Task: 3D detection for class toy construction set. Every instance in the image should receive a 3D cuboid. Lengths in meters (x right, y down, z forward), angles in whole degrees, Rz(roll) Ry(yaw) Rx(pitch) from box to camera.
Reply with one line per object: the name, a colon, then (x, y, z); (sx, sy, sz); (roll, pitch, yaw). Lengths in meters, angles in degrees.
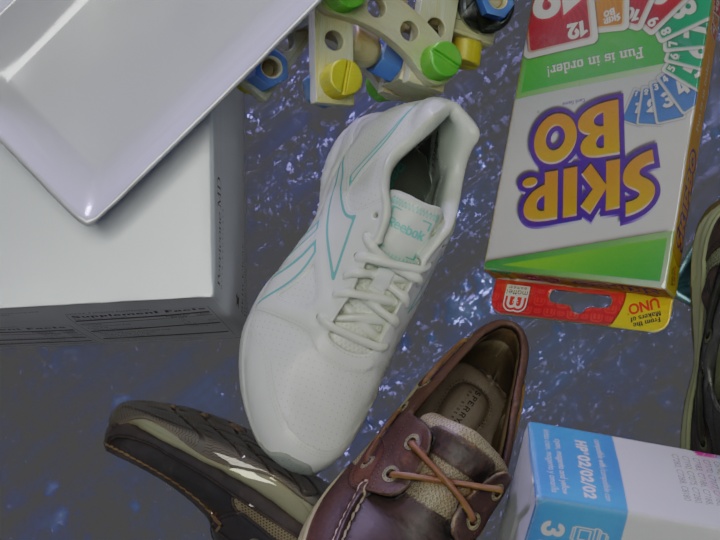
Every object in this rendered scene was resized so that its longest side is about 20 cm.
toy construction set: (0.019, -0.169, 0.811); (0.131, 0.092, 0.200); (14, 94, -24)

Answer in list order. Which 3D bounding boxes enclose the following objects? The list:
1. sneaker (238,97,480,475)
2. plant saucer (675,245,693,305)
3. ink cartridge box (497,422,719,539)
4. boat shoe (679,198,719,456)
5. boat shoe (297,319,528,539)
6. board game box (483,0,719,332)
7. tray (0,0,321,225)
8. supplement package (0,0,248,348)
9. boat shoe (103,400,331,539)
sneaker: (0.000, 0.000, 0.775); (0.070, 0.080, 0.201); (27, 67, -20)
plant saucer: (0.253, 0.031, 0.789); (0.200, 0.019, 0.070); (31, 98, 9)
ink cartridge box: (0.161, 0.148, 0.723); (0.200, 0.068, 0.115); (10, 114, -3)
boat shoe: (0.187, 0.064, 0.760); (0.072, 0.066, 0.201); (-2, 93, 7)
boat shoe: (0.031, 0.092, 0.729); (0.072, 0.072, 0.200); (33, 42, 5)
board game box: (0.123, -0.072, 0.819); (0.095, 0.030, 0.200); (6, 81, 25)
tray: (-0.088, -0.122, 0.749); (0.107, 0.022, 0.200); (44, 85, 11)
supplement package: (-0.140, -0.069, 0.812); (0.155, 0.111, 0.200); (-3, 79, 5)
boat shoe: (-0.041, 0.130, 0.779); (0.200, 0.074, 0.073); (28, 93, 8)
